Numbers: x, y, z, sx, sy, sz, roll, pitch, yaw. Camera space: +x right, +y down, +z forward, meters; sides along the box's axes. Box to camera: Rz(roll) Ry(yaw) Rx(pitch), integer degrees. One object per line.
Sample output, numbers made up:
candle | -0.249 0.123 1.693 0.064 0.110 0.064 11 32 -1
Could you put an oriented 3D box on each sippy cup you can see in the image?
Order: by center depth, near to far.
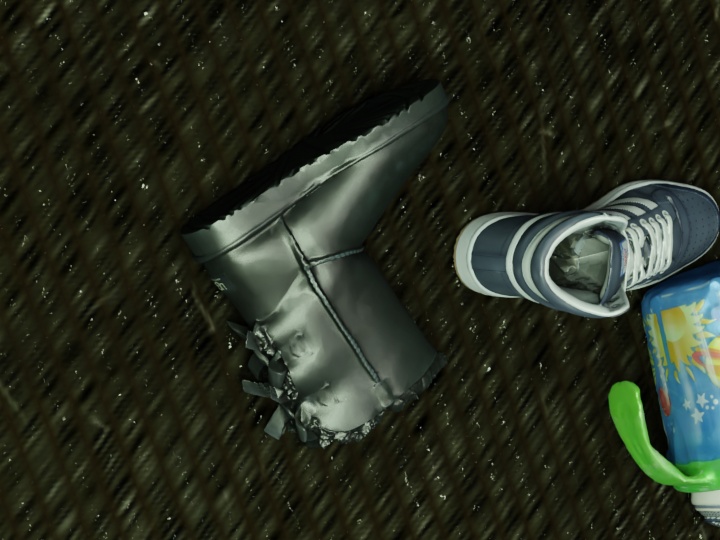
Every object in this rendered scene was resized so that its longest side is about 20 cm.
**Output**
sippy cup | 0.247 0.061 1.408 0.178 0.139 0.131 -27 97 -64

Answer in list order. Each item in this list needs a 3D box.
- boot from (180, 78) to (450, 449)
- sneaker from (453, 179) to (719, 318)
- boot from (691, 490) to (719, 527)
boot | 0.001 0.000 1.296 0.198 0.073 0.163 -35 107 -14
sneaker | 0.169 -0.014 1.364 0.198 0.108 0.071 -10 99 -27
boot | 0.307 0.197 1.472 0.198 0.073 0.091 11 80 -29
